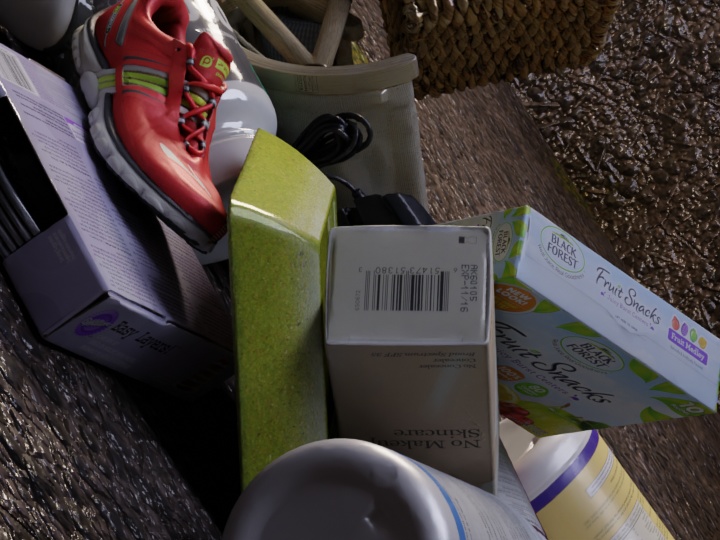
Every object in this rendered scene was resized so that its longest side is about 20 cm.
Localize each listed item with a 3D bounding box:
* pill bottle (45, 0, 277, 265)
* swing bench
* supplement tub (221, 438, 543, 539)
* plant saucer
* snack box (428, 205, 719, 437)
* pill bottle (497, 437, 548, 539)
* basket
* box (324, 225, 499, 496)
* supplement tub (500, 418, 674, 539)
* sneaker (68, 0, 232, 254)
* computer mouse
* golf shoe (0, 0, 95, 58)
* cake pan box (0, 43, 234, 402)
[{"bbox_3d":[-0.121,-0.109,1.757,0.200,0.113,0.113,62,13,26],"label":"pill bottle"},{"bbox_3d":[-0.029,-0.095,1.898,0.200,0.130,0.199,-104,-174,-54],"label":"swing bench"},{"bbox_3d":[0.019,0.167,1.512,0.132,0.132,0.200,60,13,23],"label":"supplement tub"},{"bbox_3d":[-0.039,0.035,1.602,0.200,0.048,0.200,-80,168,-75],"label":"plant saucer"},{"bbox_3d":[0.105,0.034,1.698,0.200,0.142,0.053,32,58,-39],"label":"snack box"},{"bbox_3d":[0.056,0.167,1.723,0.110,0.109,0.200,44,16,-47],"label":"pill bottle"},{"bbox_3d":[0.087,-0.215,1.926,0.200,0.149,0.143,89,-11,-78],"label":"basket"},{"bbox_3d":[0.032,0.059,1.608,0.200,0.095,0.078,81,10,-58],"label":"box"},{"bbox_3d":[0.139,0.204,1.879,0.200,0.145,0.145,54,11,-10],"label":"supplement tub"},{"bbox_3d":[-0.107,-0.095,1.595,0.077,0.085,0.200,44,16,-46],"label":"sneaker"},{"bbox_3d":[0.000,0.000,1.795,0.200,0.140,0.046,49,43,-19],"label":"computer mouse"},{"bbox_3d":[-0.238,-0.212,1.712,0.094,0.078,0.200,-7,61,-58],"label":"golf shoe"},{"bbox_3d":[-0.153,-0.029,1.557,0.184,0.052,0.200,58,11,21],"label":"cake pan box"}]
